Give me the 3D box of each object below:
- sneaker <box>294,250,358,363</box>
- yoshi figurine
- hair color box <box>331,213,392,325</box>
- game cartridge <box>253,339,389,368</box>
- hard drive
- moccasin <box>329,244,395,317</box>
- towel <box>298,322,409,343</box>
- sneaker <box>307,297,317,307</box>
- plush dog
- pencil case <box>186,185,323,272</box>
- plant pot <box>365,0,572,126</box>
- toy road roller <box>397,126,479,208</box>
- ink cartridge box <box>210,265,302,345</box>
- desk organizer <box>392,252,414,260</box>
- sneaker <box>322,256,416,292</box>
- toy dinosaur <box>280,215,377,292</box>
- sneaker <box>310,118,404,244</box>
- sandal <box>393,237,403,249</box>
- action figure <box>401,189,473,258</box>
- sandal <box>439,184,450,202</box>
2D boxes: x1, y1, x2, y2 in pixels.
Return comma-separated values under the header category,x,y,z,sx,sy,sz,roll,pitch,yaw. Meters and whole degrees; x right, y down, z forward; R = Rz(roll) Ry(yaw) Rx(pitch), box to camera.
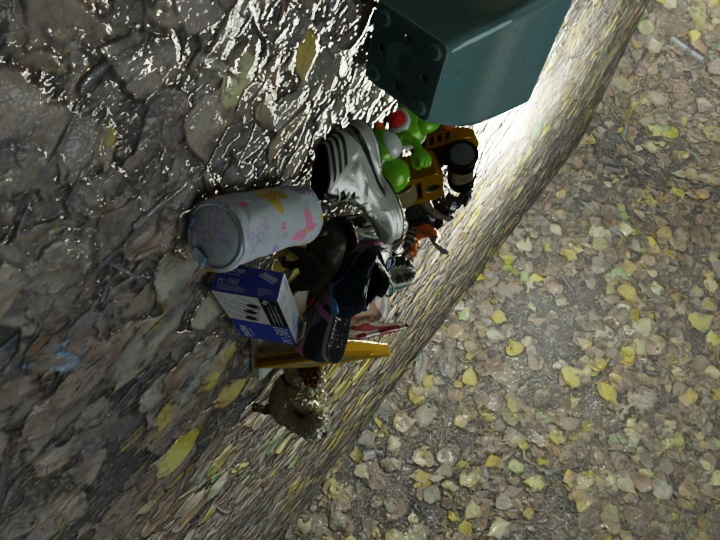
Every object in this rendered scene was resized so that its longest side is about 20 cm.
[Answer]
category,x,y,z,sx,sy,sz,roll,pitch,yaw
sneaker,-0.054,0.052,1.056,0.070,0.082,0.200,53,46,-47
yoshi figurine,0.073,-0.199,1.068,0.200,0.112,0.112,-43,167,-27
hair color box,0.000,0.000,1.160,0.100,0.061,0.200,-8,123,-17
game cartridge,-0.065,0.154,1.171,0.200,0.176,0.033,19,62,-61
hard drive,-0.149,0.107,1.187,0.132,0.026,0.200,-45,161,-31
moccasin,0.017,0.023,1.028,0.200,0.068,0.081,-55,140,-53
towel,-0.021,0.129,1.320,0.200,0.023,0.144,-10,-179,-27
sneaker,-0.033,0.067,1.323,0.075,0.085,0.200,-54,160,21
plush dog,-0.128,0.238,1.363,0.200,0.160,0.172,-122,-129,-77
pencil case,-0.125,-0.055,0.813,0.200,0.083,0.091,-27,147,-60
plant pot,0.117,-0.305,0.843,0.200,0.196,0.197,-36,157,-30
toy road roller,0.123,-0.213,1.212,0.199,0.146,0.123,-17,163,3
ink cartridge box,-0.145,0.053,0.946,0.200,0.094,0.044,86,15,-67
desk organizer,0.052,-0.018,1.442,0.077,0.072,0.200,-62,163,14
sneaker,0.016,0.028,1.292,0.199,0.078,0.080,-5,153,-23
toy dinosaur,-0.066,-0.024,1.017,0.200,0.102,0.077,-54,164,-8
sneaker,-0.013,-0.109,0.959,0.115,0.076,0.201,-34,118,-25
sandal,0.023,-0.054,1.275,0.200,0.082,0.055,-34,136,-46
action figure,0.144,-0.113,1.383,0.200,0.104,0.194,-41,-144,44
sandal,0.185,-0.179,1.546,0.075,0.045,0.200,-53,164,-9
